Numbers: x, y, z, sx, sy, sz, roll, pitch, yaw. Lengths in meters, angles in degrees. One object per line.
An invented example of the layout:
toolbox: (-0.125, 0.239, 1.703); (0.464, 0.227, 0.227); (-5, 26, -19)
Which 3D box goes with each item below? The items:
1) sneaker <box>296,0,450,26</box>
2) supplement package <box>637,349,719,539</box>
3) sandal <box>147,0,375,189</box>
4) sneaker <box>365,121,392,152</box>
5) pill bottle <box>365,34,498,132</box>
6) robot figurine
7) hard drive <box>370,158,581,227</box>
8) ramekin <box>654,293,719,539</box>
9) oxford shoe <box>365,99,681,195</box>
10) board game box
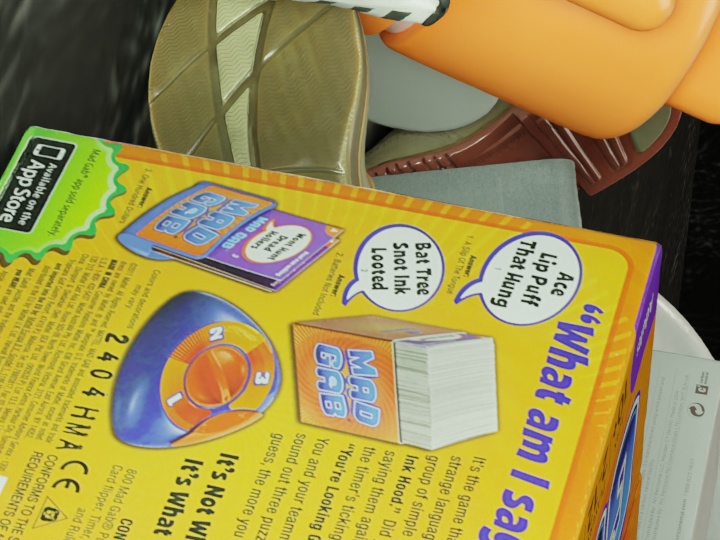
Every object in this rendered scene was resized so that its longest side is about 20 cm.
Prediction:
sneaker: (-0.022, -0.134, 0.894); (0.201, 0.115, 0.076); (49, 52, -73)
supplement package: (0.067, 0.100, 1.365); (0.114, 0.199, 0.110); (82, 20, -57)
sandal: (-0.022, -0.021, 0.988); (0.054, 0.080, 0.201); (52, 23, -71)
sneaker: (0.000, 0.000, 1.299); (0.099, 0.078, 0.201); (70, 22, -57)
pill bottle: (0.041, -0.162, 1.208); (0.114, 0.114, 0.200); (86, 18, -53)
robot figurine: (0.060, -0.122, 1.054); (0.117, 0.200, 0.144); (-50, -155, 41)
hard drive: (0.026, 0.055, 1.123); (0.033, 0.139, 0.201); (80, 5, -62)
ramekin: (0.126, 0.107, 1.612); (0.200, 0.098, 0.201); (27, 49, -36)
oxford shoe: (0.047, -0.048, 1.227); (0.071, 0.200, 0.075); (54, 17, -32)
board game box: (-0.032, 0.110, 0.842); (0.200, 0.199, 0.200); (-68, 165, -44)
